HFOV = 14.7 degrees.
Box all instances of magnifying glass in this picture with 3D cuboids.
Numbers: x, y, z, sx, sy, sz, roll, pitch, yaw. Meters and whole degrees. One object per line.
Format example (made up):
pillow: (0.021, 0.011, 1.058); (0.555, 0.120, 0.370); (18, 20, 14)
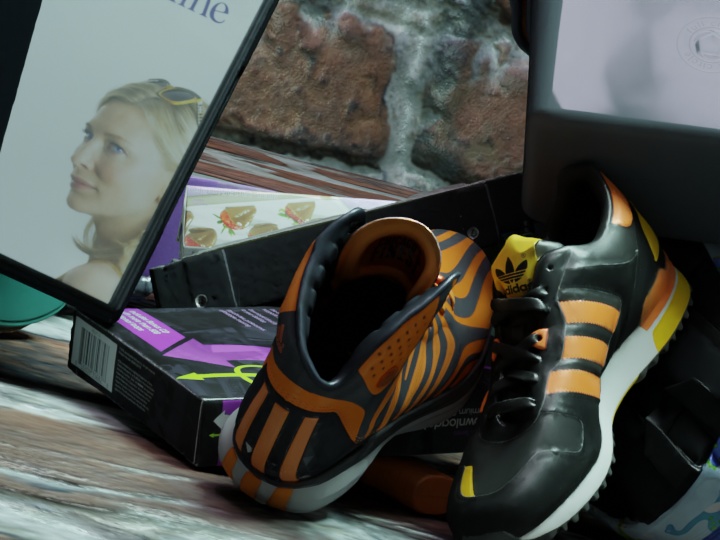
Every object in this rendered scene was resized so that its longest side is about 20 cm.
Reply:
magnifying glass: (-0.020, 0.075, 1.312); (0.079, 0.023, 0.200); (8, 11, -35)

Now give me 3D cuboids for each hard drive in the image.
hard drive: (0.000, 0.000, 1.417); (0.199, 0.038, 0.140); (-14, -11, 3)

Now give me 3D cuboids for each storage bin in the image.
storage bin: (0.159, -0.083, 1.303); (0.199, 0.135, 0.146); (8, -35, 6)

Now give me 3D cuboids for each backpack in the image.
backpack: (0.159, 0.059, 1.317); (0.153, 0.163, 0.200); (35, 9, -13)

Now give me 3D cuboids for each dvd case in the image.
dvd case: (-0.137, -0.088, 1.314); (0.142, 0.201, 0.018); (24, -25, 1)

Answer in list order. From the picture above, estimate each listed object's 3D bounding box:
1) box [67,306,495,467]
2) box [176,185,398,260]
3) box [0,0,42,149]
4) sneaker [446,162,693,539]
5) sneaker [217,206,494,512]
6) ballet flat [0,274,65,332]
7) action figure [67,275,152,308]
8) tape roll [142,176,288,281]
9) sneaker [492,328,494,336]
box: (-0.017, 0.049, 1.294); (0.199, 0.036, 0.143); (1, 15, -30)
box: (-0.002, -0.015, 1.539); (0.198, 0.039, 0.041); (4, -23, -6)
box: (-0.258, -0.069, 1.147); (0.195, 0.201, 0.124); (18, 4, 17)
sneaker: (0.075, 0.035, 1.206); (0.070, 0.090, 0.200); (-14, 29, 39)
sneaker: (0.019, 0.015, 1.185); (0.077, 0.112, 0.200); (31, 38, 8)
ballet flat: (-0.216, -0.007, 1.360); (0.065, 0.071, 0.200); (11, 0, 27)
action figure: (-0.212, -0.040, 1.541); (0.193, 0.105, 0.199); (8, -1, 37)
tape roll: (-0.045, -0.004, 1.659); (0.199, 0.066, 0.200); (13, -5, 1)
sneaker: (0.016, 0.046, 1.543); (0.199, 0.074, 0.079); (12, -17, -20)
